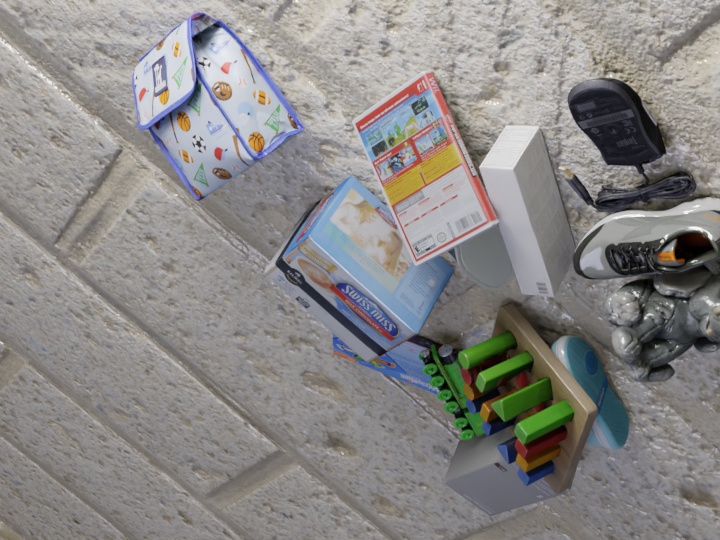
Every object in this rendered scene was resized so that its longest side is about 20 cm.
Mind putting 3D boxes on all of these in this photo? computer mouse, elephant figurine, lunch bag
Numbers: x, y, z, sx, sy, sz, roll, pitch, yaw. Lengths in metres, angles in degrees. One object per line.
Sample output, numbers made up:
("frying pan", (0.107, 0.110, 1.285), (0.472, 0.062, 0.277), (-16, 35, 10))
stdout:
("computer mouse", (0.275, -0.144, 1.390), (0.140, 0.046, 0.200), (-15, 134, 41))
("elephant figurine", (0.396, 0.046, 1.450), (0.199, 0.156, 0.141), (-25, 154, 22))
("lunch bag", (-0.201, -0.215, 1.616), (0.170, 0.124, 0.201), (-24, 101, 49))

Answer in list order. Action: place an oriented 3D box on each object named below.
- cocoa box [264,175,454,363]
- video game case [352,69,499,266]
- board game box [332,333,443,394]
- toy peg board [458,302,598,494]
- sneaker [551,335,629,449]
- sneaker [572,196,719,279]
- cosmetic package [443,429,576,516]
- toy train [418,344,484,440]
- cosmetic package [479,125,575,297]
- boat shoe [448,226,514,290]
("cocoa box", (0.000, 0.000, 1.685), (0.200, 0.134, 0.131), (42, 142, -11))
("video game case", (0.076, -0.121, 1.505), (0.143, 0.017, 0.201), (-28, 84, 46))
("board game box", (0.049, 0.123, 1.883), (0.199, 0.019, 0.103), (20, 140, 18))
("toy peg board", (0.204, 0.189, 1.688), (0.200, 0.097, 0.200), (54, 153, 32))
("sneaker", (0.276, 0.172, 1.714), (0.130, 0.080, 0.201), (-5, 128, 39))
("sneaker", (0.330, -0.028, 1.420), (0.199, 0.079, 0.074), (-16, 114, 34))
("cosmetic package", (0.228, 0.294, 1.877), (0.107, 0.090, 0.200), (36, 142, -13))
("toy train", (0.143, 0.179, 1.835), (0.056, 0.042, 0.200), (-22, 130, 9))
("cosmetic package", (0.203, -0.070, 1.496), (0.050, 0.083, 0.201), (7, 135, 35))
("boat shoe", (0.128, -0.056, 1.602), (0.200, 0.073, 0.062), (46, -177, -25))
